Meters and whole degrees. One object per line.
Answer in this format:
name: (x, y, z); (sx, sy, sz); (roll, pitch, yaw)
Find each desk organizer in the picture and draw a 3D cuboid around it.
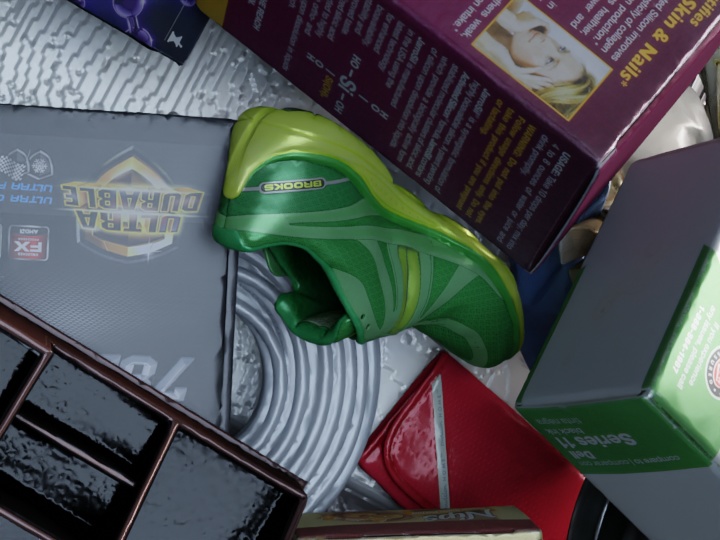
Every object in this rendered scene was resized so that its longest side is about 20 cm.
desk organizer: (-0.117, 0.073, 0.716); (0.199, 0.077, 0.072); (32, 87, -11)

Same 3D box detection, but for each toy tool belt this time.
toy tool belt: (0.111, 0.003, 0.859); (0.122, 0.124, 0.202); (-20, 96, -38)

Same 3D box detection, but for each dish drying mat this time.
dish drying mat: (0.092, 0.134, 0.913); (0.200, 0.018, 0.077); (41, 81, -10)

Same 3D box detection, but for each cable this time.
cable: (-0.083, 0.048, 0.845); (0.200, 0.069, 0.200); (-43, 99, -11)

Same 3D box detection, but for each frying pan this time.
frying pan: (0.118, 0.152, 0.828); (0.031, 0.115, 0.192); (19, 104, 29)

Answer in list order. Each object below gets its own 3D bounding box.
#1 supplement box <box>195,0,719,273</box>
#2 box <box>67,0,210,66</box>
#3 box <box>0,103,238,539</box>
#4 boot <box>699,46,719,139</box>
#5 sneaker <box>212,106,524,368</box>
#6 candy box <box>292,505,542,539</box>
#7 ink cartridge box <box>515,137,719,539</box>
supplement box: (0.047, -0.122, 0.767); (0.200, 0.103, 0.131); (40, 62, 7)
box: (-0.099, -0.219, 0.813); (0.140, 0.079, 0.201); (28, 93, -26)
box: (-0.154, 0.028, 0.772); (0.198, 0.050, 0.201); (4, 88, -10)
boot: (0.219, -0.074, 0.842); (0.071, 0.155, 0.201); (-17, 122, -12)
sneaker: (0.000, 0.000, 0.798); (0.200, 0.074, 0.084); (36, 77, -41)
candy box: (0.023, 0.215, 0.817); (0.114, 0.055, 0.202); (-1, 94, -10)
ink cartridge box: (0.181, 0.061, 0.771); (0.200, 0.083, 0.147); (44, 58, -24)
